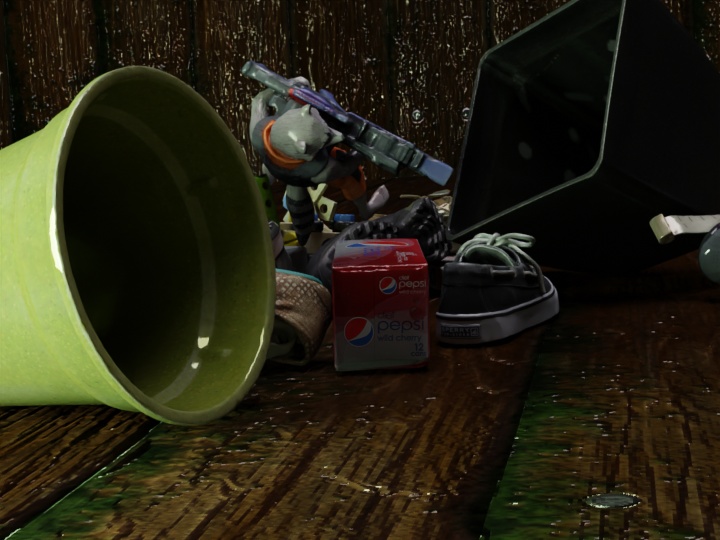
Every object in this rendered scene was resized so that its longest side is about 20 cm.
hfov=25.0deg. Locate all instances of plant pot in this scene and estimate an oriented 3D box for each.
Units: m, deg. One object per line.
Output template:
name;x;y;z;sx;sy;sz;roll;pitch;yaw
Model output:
plant pot;0.216;-0.101;1.399;0.177;0.200;0.199;27;-30;-25
plant pot;-0.179;0.003;0.935;0.184;0.201;0.200;-13;1;29

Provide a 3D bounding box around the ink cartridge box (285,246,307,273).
ink cartridge box;-0.179;0.008;1.431;0.199;0.041;0.200;2;8;30

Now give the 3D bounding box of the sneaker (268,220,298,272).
sneaker;-0.097;0.001;1.270;0.066;0.091;0.200;-35;20;-15

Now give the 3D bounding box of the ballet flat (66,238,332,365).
ballet flat;-0.115;0.023;1.044;0.200;0.065;0.071;8;-37;-10

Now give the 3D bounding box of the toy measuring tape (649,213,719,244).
toy measuring tape;0.324;-0.021;1.334;0.200;0.074;0.074;-4;6;-18

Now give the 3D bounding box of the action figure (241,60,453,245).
action figure;-0.026;-0.085;1.378;0.200;0.105;0.193;28;-11;16

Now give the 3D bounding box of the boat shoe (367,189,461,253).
boat shoe;0.101;-0.049;1.503;0.200;0.063;0.073;-1;6;-10

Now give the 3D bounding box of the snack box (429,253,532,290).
snack box;0.087;0.000;1.457;0.072;0.024;0.200;-3;6;-15

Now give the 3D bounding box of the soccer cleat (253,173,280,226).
soccer cleat;-0.150;-0.053;1.409;0.200;0.081;0.068;3;9;37

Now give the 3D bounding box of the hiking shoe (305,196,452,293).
hiking shoe;0.000;0.000;1.369;0.101;0.076;0.200;-26;-1;32

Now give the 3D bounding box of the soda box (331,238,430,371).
soda box;0.013;0.019;1.117;0.063;0.070;0.200;-2;6;0

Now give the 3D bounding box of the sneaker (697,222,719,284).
sneaker;0.353;-0.009;1.224;0.200;0.074;0.088;0;12;18

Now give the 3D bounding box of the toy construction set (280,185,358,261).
toy construction set;-0.079;-0.037;1.595;0.131;0.092;0.200;4;17;33

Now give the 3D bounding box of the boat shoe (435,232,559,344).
boat shoe;0.099;0.006;1.199;0.074;0.068;0.199;0;7;24
